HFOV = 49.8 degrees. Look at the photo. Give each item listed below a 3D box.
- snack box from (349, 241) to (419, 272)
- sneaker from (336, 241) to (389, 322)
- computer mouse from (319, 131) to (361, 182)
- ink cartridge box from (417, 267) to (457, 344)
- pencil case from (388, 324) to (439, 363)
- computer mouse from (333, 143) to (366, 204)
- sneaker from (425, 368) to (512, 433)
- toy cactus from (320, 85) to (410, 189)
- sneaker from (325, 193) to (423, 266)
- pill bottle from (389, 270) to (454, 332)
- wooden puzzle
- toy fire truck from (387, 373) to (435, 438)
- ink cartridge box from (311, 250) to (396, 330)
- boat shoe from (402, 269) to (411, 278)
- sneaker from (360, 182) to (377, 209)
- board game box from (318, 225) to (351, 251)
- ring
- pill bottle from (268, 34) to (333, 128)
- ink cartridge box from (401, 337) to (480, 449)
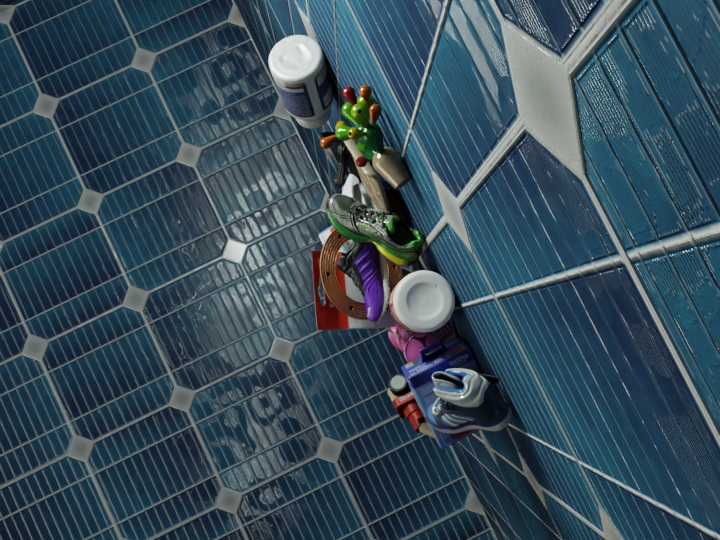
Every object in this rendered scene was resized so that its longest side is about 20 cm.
[{"bbox_3d":[0.040,-0.058,1.674,0.200,0.024,0.072,26,150,41],"label":"snack box"},{"bbox_3d":[0.002,0.002,1.503,0.070,0.099,0.200,-151,60,-77],"label":"sneaker"},{"bbox_3d":[-0.027,-0.256,1.803,0.200,0.053,0.139,52,-172,-45],"label":"computer mouse"},{"bbox_3d":[0.160,0.110,1.665,0.196,0.043,0.200,62,178,48],"label":"ink cartridge box"},{"bbox_3d":[0.110,0.145,1.632,0.094,0.091,0.200,31,180,-10],"label":"pencil case"},{"bbox_3d":[-0.026,-0.163,1.633,0.110,0.044,0.200,109,152,-50],"label":"computer mouse"},{"bbox_3d":[0.159,0.220,1.376,0.146,0.081,0.200,45,149,-25],"label":"sneaker"},{"bbox_3d":[0.014,-0.200,1.241,0.165,0.102,0.200,54,167,9],"label":"toy cactus"},{"bbox_3d":[0.030,-0.089,1.420,0.200,0.078,0.085,27,149,0],"label":"sneaker"},{"bbox_3d":[0.110,0.061,1.442,0.110,0.109,0.200,64,177,4],"label":"pill bottle"},{"bbox_3d":[0.031,-0.175,1.501,0.200,0.046,0.185,60,-179,-46],"label":"wooden puzzle"},{"bbox_3d":[0.172,0.300,1.746,0.200,0.176,0.129,61,175,38],"label":"toy fire truck"},{"bbox_3d":[-0.010,0.038,1.564,0.200,0.047,0.160,2,-99,-49],"label":"ink cartridge box"},{"bbox_3d":[0.059,-0.065,1.766,0.200,0.076,0.074,55,-158,15],"label":"boat shoe"},{"bbox_3d":[0.020,-0.132,1.679,0.200,0.080,0.076,-124,10,-59],"label":"sneaker"},{"bbox_3d":[0.016,-0.027,1.834,0.200,0.056,0.196,-20,-97,-55],"label":"board game box"},{"bbox_3d":[0.000,0.000,1.549,0.019,0.200,0.201,-13,105,54],"label":"ring"},{"bbox_3d":[-0.116,-0.383,1.608,0.111,0.111,0.200,63,177,23],"label":"pill bottle"},{"bbox_3d":[0.170,0.226,1.517,0.200,0.136,0.076,64,175,-13],"label":"ink cartridge box"}]
